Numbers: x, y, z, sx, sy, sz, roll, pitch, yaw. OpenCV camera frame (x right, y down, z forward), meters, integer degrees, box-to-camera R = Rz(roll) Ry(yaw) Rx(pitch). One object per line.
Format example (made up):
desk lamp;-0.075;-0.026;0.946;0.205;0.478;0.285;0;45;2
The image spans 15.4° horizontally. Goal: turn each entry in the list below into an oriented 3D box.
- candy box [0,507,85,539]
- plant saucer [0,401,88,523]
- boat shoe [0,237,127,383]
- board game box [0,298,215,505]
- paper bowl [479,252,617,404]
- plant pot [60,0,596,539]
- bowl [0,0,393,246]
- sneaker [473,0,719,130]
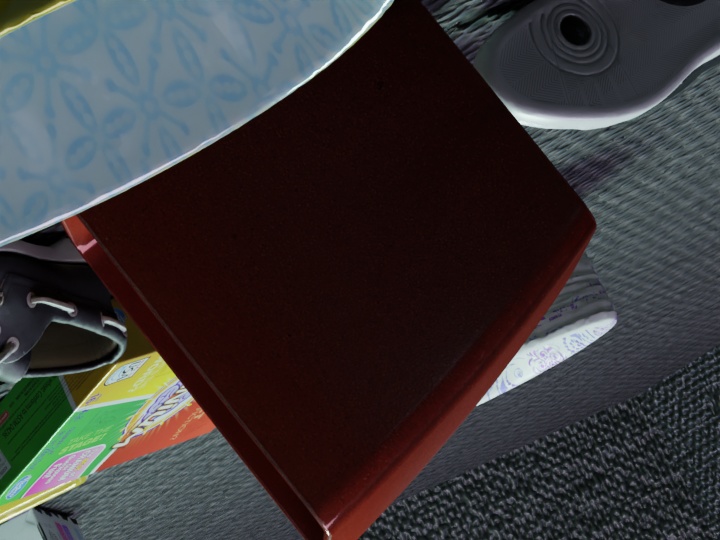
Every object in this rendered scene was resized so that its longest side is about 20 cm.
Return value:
candy box;-0.312;0.268;2.204;0.167;0.072;0.200;-27;171;1
plant saucer;-0.251;0.137;1.713;0.199;0.049;0.200;-25;171;-8
boat shoe;-0.173;0.025;1.250;0.074;0.061;0.200;-29;171;19
board game box;-0.125;0.061;1.584;0.200;0.040;0.153;-17;156;-50
paper bowl;0.073;0.035;1.893;0.200;0.105;0.201;-26;172;-4
plant pot;-0.009;-0.008;1.177;0.176;0.200;0.200;-39;173;-7
bowl;-0.096;-0.084;0.691;0.199;0.108;0.200;-26;171;-4
sneaker;0.121;-0.099;1.358;0.199;0.073;0.112;-23;169;-33
